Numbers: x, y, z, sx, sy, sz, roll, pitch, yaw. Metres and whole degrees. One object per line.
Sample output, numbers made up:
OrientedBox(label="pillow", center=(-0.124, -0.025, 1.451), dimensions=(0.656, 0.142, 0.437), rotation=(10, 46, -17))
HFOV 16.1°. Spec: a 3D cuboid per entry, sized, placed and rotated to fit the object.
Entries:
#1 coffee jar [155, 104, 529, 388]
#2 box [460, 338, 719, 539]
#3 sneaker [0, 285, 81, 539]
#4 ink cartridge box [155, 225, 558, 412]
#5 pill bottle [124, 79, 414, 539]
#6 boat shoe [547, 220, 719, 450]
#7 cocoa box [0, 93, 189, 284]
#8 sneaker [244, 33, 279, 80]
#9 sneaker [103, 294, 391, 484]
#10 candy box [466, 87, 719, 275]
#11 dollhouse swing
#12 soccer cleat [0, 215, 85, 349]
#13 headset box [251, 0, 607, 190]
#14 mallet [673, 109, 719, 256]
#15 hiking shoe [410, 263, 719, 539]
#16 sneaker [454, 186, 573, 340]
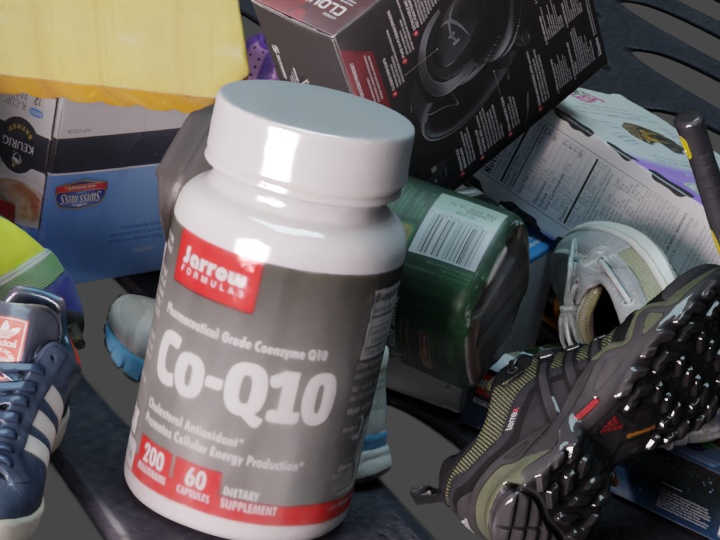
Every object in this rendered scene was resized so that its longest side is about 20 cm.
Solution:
OrientedBox(label="coffee jar", center=(-0.012, -0.015, 1.372), dimensions=(0.199, 0.086, 0.104), rotation=(22, -24, 18))
OrientedBox(label="box", center=(0.175, 0.093, 1.412), dimensions=(0.200, 0.038, 0.136), rotation=(24, 20, 33))
OrientedBox(label="sneaker", center=(-0.172, 0.061, 1.183), dimensions=(0.075, 0.085, 0.200), rotation=(11, 17, -4))
OrientedBox(label="ink cartridge box", center=(0.000, 0.000, 1.507), dimensions=(0.199, 0.086, 0.146), rotation=(17, 17, 18))
OrientedBox(label="pill bottle", center=(-0.041, 0.018, 1.217), dimensions=(0.113, 0.201, 0.114), rotation=(11, 16, -3))
OrientedBox(label="boat shoe", center=(0.147, 0.035, 1.396), dimensions=(0.065, 0.075, 0.202), rotation=(-17, 34, -14))
OrientedBox(label="cocoa box", center=(-0.166, -0.077, 1.556), dimensions=(0.133, 0.132, 0.200), rotation=(23, 20, 34))
OrientedBox(label="sneaker", center=(-0.010, -0.102, 1.538), dimensions=(0.080, 0.089, 0.200), rotation=(24, 16, 40))
OrientedBox(label="sneaker", center=(-0.055, 0.037, 1.350), dimensions=(0.200, 0.087, 0.075), rotation=(23, 22, 36))
OrientedBox(label="candy box", center=(0.181, -0.039, 1.556), dimensions=(0.200, 0.072, 0.168), rotation=(35, 17, 29))
OrientedBox(label="dollhouse swing", center=(-0.172, -0.144, 1.482), dimensions=(0.199, 0.177, 0.182), rotation=(5, -23, -21))
OrientedBox(label="soccer cleat", center=(-0.210, -0.003, 1.286), dimensions=(0.200, 0.065, 0.084), rotation=(32, 28, -61))
OrientedBox(label="headset box", center=(0.036, -0.129, 1.440), dimensions=(0.200, 0.149, 0.077), rotation=(-40, 44, -21))
OrientedBox(label="mallet", center=(0.199, 0.003, 1.356), dimensions=(0.041, 0.201, 0.066), rotation=(-24, 18, -7))
OrientedBox(label="hiking shoe", center=(0.113, 0.057, 1.287), dimensions=(0.200, 0.076, 0.101), rotation=(-41, 38, -22))
OrientedBox(label="sneaker", center=(0.119, 0.001, 1.613), dimensions=(0.199, 0.079, 0.077), rotation=(21, 23, 24))
